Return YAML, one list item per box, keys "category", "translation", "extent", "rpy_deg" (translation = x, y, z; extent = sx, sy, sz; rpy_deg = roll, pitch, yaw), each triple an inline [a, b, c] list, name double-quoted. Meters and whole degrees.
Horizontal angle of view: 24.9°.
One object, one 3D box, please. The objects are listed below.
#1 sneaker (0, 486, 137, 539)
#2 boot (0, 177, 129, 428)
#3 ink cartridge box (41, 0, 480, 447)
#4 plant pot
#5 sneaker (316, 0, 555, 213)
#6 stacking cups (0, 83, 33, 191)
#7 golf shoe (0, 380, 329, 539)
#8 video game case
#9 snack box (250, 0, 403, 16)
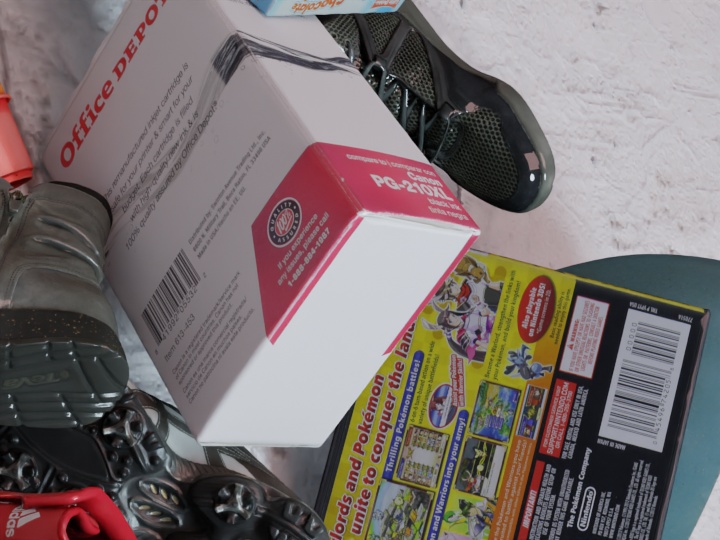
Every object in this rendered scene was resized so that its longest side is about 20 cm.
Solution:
- category: "sneaker"
  translation: [-0.175, 0.098, 0.664]
  extent: [0.199, 0.115, 0.079]
  rpy_deg: [22, 56, -37]
- category: "boot"
  translation: [-0.200, 0.004, 0.709]
  extent: [0.199, 0.068, 0.131]
  rpy_deg: [7, 36, -24]
- category: "ink cartridge box"
  translation: [-0.056, -0.037, 0.781]
  extent: [0.084, 0.145, 0.200]
  rpy_deg: [7, 38, -45]
- category: "plant pot"
  translation: [0.150, 0.072, 0.983]
  extent: [0.134, 0.201, 0.201]
  rpy_deg: [22, 47, 6]
- category: "sneaker"
  translation: [0.022, -0.097, 0.968]
  extent: [0.114, 0.076, 0.200]
  rpy_deg: [-23, 62, -41]
- category: "stacking cups"
  translation: [-0.213, -0.130, 0.781]
  extent: [0.060, 0.060, 0.201]
  rpy_deg: [-23, 88, -49]
- category: "golf shoe"
  translation: [-0.107, 0.095, 0.781]
  extent: [0.200, 0.078, 0.094]
  rpy_deg: [36, 1, -3]
- category: "video game case"
  translation: [0.077, 0.095, 0.868]
  extent: [0.180, 0.026, 0.201]
  rpy_deg: [15, 78, 4]
- category: "snack box"
  translation: [-0.069, -0.206, 0.832]
  extent: [0.200, 0.037, 0.116]
  rpy_deg: [46, 31, 19]
